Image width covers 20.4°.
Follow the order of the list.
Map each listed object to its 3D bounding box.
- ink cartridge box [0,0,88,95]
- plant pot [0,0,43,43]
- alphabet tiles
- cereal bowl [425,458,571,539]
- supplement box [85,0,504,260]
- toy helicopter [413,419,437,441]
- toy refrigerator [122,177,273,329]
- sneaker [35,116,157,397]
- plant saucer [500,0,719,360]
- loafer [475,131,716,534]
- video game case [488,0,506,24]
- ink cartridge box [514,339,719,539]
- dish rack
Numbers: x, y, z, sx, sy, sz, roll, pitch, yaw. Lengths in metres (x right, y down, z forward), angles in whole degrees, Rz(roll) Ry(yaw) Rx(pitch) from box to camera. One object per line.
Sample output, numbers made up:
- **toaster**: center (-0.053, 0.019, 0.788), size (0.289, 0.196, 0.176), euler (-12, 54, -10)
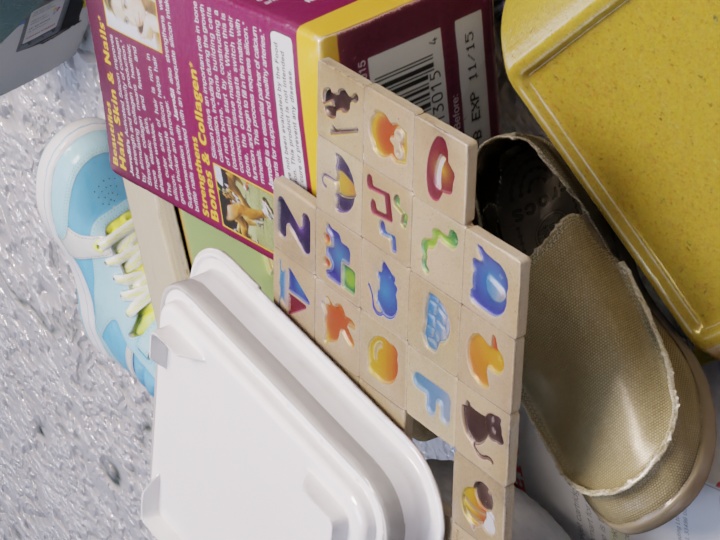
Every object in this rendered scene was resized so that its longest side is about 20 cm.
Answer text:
- **ink cartridge box**: center (-0.217, -0.215, 1.184), size (0.148, 0.085, 0.200), euler (56, 152, 8)
- **plant pot**: center (-0.193, -0.250, 0.970), size (0.197, 0.199, 0.196), euler (57, -165, 5)
- **alphabet tiles**: center (0.012, 0.022, 0.822), size (0.167, 0.008, 0.202), euler (35, 132, 46)
- **cereal bowl**: center (0.055, 0.177, 0.906), size (0.200, 0.083, 0.202), euler (26, 123, 49)
- **supplement box**: center (-0.034, -0.091, 0.937), size (0.199, 0.103, 0.132), euler (29, 135, 44)
- **toy helicopter**: center (0.000, 0.000, 1.066), size (0.201, 0.078, 0.132), euler (62, 163, 19)
- **toy refrigerator**: center (-0.072, -0.012, 1.053), size (0.070, 0.075, 0.201), euler (113, 146, -59)
- **sneaker**: center (-0.129, 0.003, 1.254), size (0.130, 0.079, 0.201), euler (39, 155, 38)
- **plant saucer**: center (0.141, -0.054, 0.768), size (0.201, 0.048, 0.200), euler (55, 152, 0)
- **loafer**: center (0.085, 0.021, 0.837), size (0.076, 0.067, 0.201), euler (-41, 44, 23)
- **video game case**: center (0.011, -0.199, 0.897), size (0.201, 0.019, 0.143), euler (61, 152, 0)
- **ink cartridge box**: center (0.151, 0.117, 0.890), size (0.199, 0.083, 0.146), euler (25, 135, 48)
- **dish rack**: center (-0.043, 0.105, 0.903), size (0.200, 0.043, 0.173), euler (42, 137, 38)
